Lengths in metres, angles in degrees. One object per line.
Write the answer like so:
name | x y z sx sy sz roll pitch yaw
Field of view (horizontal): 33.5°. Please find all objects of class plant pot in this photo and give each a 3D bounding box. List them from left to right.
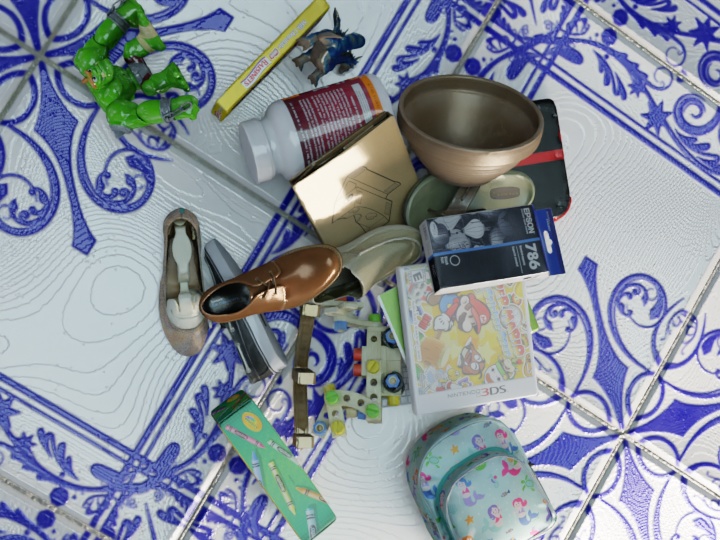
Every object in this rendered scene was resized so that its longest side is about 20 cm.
plant pot | 0.145 -0.179 1.629 0.198 0.202 0.093 -3 129 -12

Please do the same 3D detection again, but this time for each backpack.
backpack | 0.162 0.304 1.661 0.176 0.151 0.202 -27 91 -9

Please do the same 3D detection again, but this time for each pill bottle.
pill bottle | -0.059 -0.188 1.619 0.198 0.113 0.114 -18 94 -12

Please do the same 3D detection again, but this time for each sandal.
sandal | 0.154 -0.100 1.655 0.199 0.057 0.081 -11 114 -13

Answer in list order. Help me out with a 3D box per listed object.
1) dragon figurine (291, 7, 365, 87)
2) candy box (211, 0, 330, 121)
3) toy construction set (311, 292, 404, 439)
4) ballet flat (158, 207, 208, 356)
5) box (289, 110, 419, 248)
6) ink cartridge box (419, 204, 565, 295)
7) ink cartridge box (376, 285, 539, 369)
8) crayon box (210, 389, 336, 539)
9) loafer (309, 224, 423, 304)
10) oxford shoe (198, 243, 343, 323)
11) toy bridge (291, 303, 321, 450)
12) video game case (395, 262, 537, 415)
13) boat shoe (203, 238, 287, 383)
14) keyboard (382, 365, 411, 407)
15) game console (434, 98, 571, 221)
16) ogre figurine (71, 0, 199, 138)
dragon figurine | -0.033 -0.305 1.583 0.099 0.200 0.059 -42 85 -16
candy box | -0.123 -0.284 1.610 0.026 0.102 0.200 44 82 -10
toy construction set | -0.005 0.132 1.651 0.129 0.092 0.203 -1 89 5
ballet flat | -0.240 0.017 1.604 0.067 0.067 0.203 -7 92 -12
box | 0.004 -0.098 1.618 0.163 0.021 0.201 -37 138 -9
ink cartridge box | 0.185 -0.032 1.616 0.198 0.039 0.101 -9 78 -16
ink cartridge box | 0.129 0.056 1.679 0.198 0.076 0.149 -25 96 -12
crayon box | -0.118 0.261 1.607 0.058 0.119 0.201 -36 97 -10
loafer | 0.000 0.000 1.621 0.198 0.069 0.076 -20 139 -11
oxford shoe | -0.115 0.022 1.542 0.198 0.071 0.072 -23 89 2
toy bridge | -0.078 0.145 1.641 0.027 0.067 0.203 3 91 -12
video game case | 0.146 0.084 1.632 0.180 0.023 0.203 -7 91 -15
boat shoe | -0.172 0.057 1.618 0.068 0.074 0.201 -28 91 5
keyboard | 0.122 0.156 1.714 0.198 0.011 0.057 -7 92 -12
game console | 0.202 -0.147 1.723 0.198 0.031 0.179 -10 89 -12
ogre figurine | -0.301 -0.256 1.571 0.119 0.098 0.201 -33 89 0
